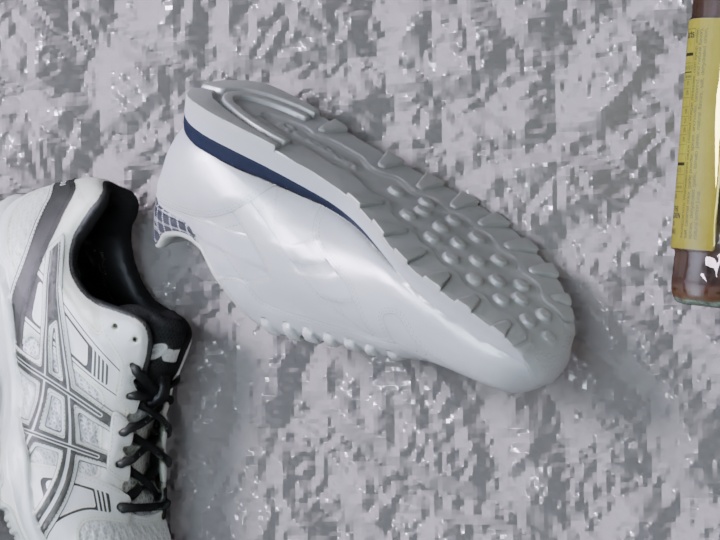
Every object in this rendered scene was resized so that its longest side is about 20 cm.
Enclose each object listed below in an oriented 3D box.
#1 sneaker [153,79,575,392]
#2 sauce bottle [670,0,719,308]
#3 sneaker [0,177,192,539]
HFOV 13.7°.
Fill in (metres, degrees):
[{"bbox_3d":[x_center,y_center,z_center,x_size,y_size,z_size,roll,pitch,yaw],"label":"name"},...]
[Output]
[{"bbox_3d":[0.000,0.000,1.217,0.200,0.076,0.081,35,115,27],"label":"sneaker"},{"bbox_3d":[0.156,-0.085,1.137,0.065,0.065,0.200,7,92,26],"label":"sauce bottle"},{"bbox_3d":[-0.108,0.055,1.258,0.088,0.076,0.200,-24,79,24],"label":"sneaker"}]
